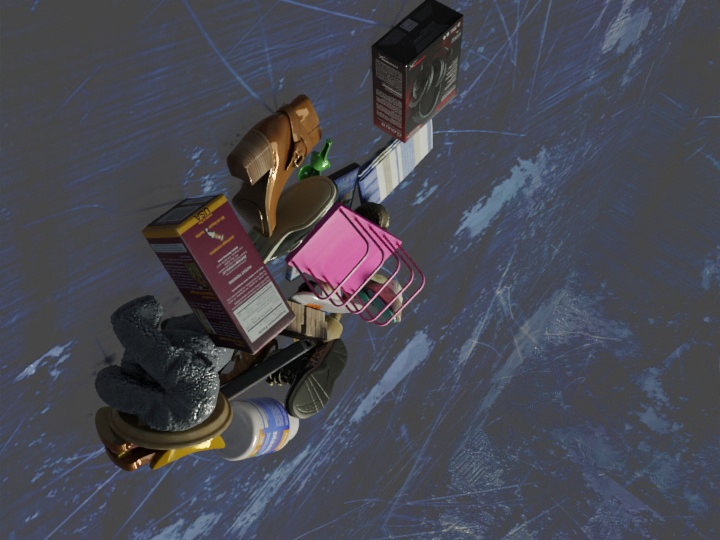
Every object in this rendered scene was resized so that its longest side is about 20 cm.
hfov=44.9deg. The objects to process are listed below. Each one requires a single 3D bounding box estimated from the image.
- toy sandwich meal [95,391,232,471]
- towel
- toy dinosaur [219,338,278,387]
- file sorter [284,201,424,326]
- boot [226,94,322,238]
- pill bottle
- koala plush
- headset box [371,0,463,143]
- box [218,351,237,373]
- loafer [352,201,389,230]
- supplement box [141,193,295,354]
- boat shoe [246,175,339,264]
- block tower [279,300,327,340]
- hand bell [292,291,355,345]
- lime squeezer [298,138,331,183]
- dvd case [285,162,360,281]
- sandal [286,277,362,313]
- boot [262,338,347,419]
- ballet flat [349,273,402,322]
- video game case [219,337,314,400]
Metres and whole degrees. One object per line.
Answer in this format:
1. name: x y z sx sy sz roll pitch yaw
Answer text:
1. toy sandwich meal: -0.293 0.233 1.320 0.205 0.205 0.071 -25 128 -50
2. towel: 0.064 -0.205 1.625 0.200 0.024 0.147 -47 159 -13
3. toy dinosaur: -0.182 0.144 1.517 0.200 0.060 0.106 -45 -172 35
4. file sorter: 0.000 0.000 1.527 0.139 0.126 0.200 -47 143 13
5. boot: -0.121 -0.152 1.283 0.155 0.077 0.200 -48 150 -26
6. pill bottle: -0.201 0.306 1.708 0.112 0.112 0.200 -58 157 10
7. koala plush: -0.254 0.126 1.294 0.200 0.183 0.178 -40 157 -59
8. headset box: 0.093 -0.321 1.444 0.149 0.077 0.200 -44 154 -24
9. box: -0.218 0.096 1.453 0.200 0.050 0.075 -53 161 -5
10. loafer: 0.006 -0.059 1.660 0.067 0.076 0.200 -33 160 -43
11. supplement box: -0.188 0.005 1.168 0.086 0.110 0.200 -41 114 -29
12. boat shoe: -0.103 -0.079 1.360 0.200 0.072 0.068 -40 161 28
13. block tower: -0.126 0.091 1.590 0.200 0.058 0.054 28 60 -66
14. hand bell: -0.044 0.080 1.771 0.200 0.104 0.104 -58 162 -28
15. lime squeezer: -0.080 -0.156 1.360 0.071 0.038 0.200 -28 167 -43
16. dvd case: -0.067 -0.085 1.539 0.143 0.018 0.200 -34 150 -42
17. sandal: -0.068 0.044 1.655 0.206 0.079 0.059 15 69 -57
18. boot: -0.126 0.205 1.621 0.204 0.153 0.074 -54 127 -50
19. ballet flat: 0.039 0.040 1.680 0.067 0.200 0.068 -36 121 -15
20. video game case: -0.176 0.179 1.520 0.200 0.026 0.181 -32 177 -1
